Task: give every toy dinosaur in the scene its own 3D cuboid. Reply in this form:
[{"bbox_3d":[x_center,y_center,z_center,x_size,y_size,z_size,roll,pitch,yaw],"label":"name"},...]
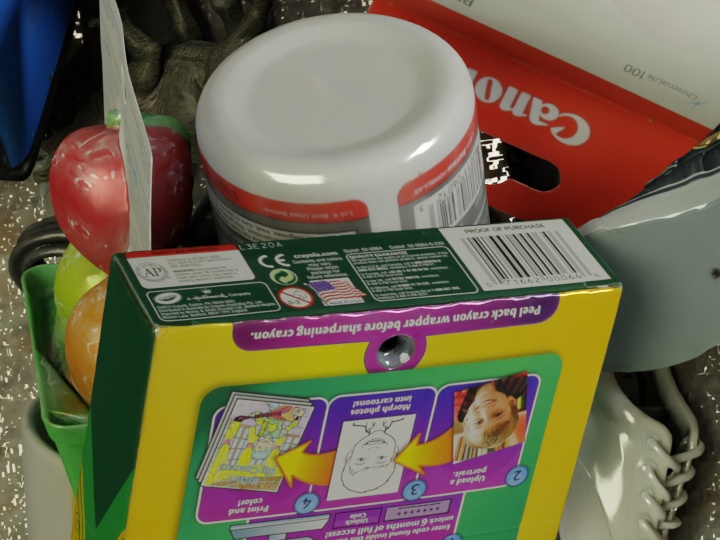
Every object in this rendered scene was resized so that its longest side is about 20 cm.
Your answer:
[{"bbox_3d":[-0.068,-0.086,1.261,0.200,0.077,0.102,-7,107,26],"label":"toy dinosaur"}]

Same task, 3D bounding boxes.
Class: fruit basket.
[{"bbox_3d":[-0.091,-0.004,1.121,0.185,0.094,0.200,-111,24,-58],"label":"fruit basket"}]

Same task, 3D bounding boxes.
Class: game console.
[{"bbox_3d":[-0.193,-0.146,1.256,0.118,0.171,0.200,6,60,11],"label":"game console"}]

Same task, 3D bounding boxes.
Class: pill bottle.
[{"bbox_3d":[0.000,0.000,1.127,0.116,0.116,0.200,22,139,30],"label":"pill bottle"}]

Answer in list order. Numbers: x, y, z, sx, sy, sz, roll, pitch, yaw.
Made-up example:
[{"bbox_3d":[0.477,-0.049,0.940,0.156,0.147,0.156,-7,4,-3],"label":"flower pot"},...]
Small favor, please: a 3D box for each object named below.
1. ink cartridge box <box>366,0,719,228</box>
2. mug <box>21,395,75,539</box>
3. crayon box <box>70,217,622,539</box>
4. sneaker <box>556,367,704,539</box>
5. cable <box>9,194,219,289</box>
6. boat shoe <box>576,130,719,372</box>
[{"bbox_3d":[0.089,-0.106,1.106,0.162,0.057,0.200,24,110,-4],"label":"ink cartridge box"},{"bbox_3d":[-0.090,0.150,1.225,0.149,0.187,0.153,6,108,-5],"label":"mug"},{"bbox_3d":[-0.010,0.071,1.056,0.058,0.200,0.173,-125,39,-47],"label":"crayon box"},{"bbox_3d":[0.112,0.089,1.140,0.071,0.073,0.200,-16,83,38],"label":"sneaker"},{"bbox_3d":[-0.066,-0.019,1.245,0.200,0.097,0.050,-16,41,30],"label":"cable"},{"bbox_3d":[0.161,-0.028,1.091,0.200,0.091,0.071,-29,107,31],"label":"boat shoe"}]
